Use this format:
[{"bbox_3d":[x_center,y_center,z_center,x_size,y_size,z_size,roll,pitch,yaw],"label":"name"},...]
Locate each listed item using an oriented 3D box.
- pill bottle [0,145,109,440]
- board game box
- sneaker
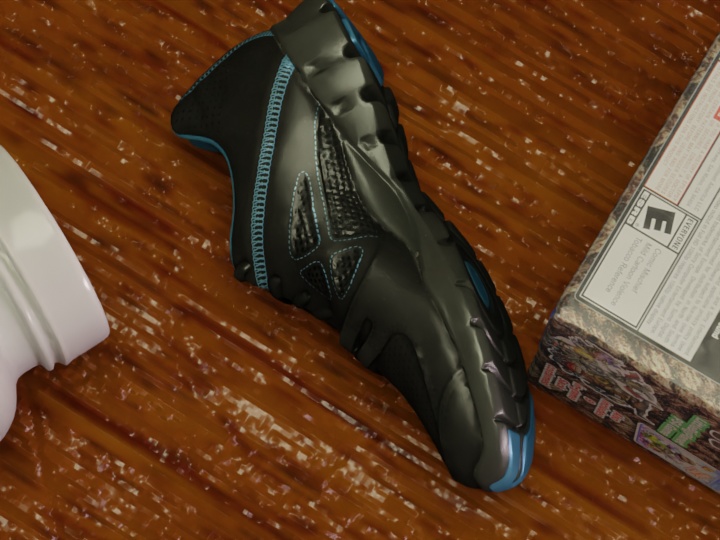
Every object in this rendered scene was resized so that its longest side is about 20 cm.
[{"bbox_3d":[-0.194,0.040,0.967,0.199,0.109,0.109,-32,78,-10],"label":"pill bottle"},{"bbox_3d":[0.187,0.014,0.996,0.199,0.097,0.160,31,75,6],"label":"board game box"},{"bbox_3d":[0.000,0.000,1.016,0.082,0.073,0.201,-29,71,7],"label":"sneaker"}]
